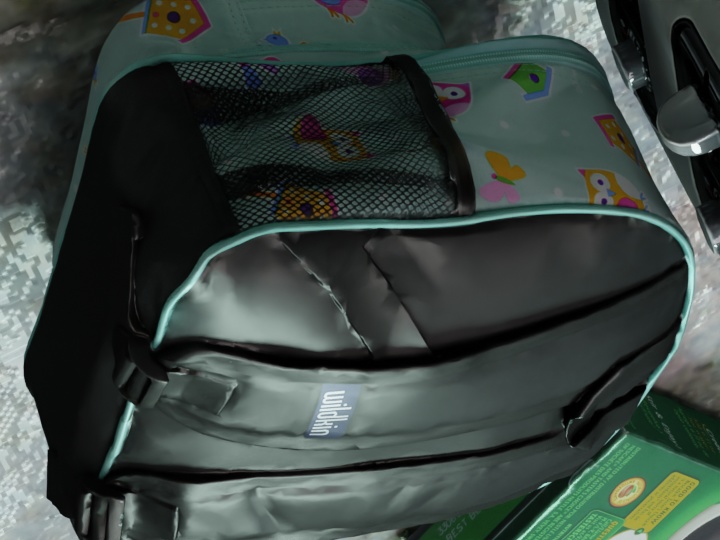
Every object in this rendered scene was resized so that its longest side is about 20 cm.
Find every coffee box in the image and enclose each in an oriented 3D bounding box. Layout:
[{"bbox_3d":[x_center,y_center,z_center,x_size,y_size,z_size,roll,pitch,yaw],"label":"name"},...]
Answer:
[{"bbox_3d":[0.122,0.116,1.186,0.200,0.044,0.123,21,120,-46],"label":"coffee box"}]

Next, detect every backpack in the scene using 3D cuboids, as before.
[{"bbox_3d":[0.000,0.000,0.882,0.199,0.154,0.176,-1,136,-20],"label":"backpack"}]

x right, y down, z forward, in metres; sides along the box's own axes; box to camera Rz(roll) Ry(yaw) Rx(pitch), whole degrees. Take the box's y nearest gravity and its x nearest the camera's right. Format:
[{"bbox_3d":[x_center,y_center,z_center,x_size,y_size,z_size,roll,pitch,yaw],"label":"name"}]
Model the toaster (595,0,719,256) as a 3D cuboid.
[{"bbox_3d":[0.178,-0.089,0.862,0.199,0.181,0.119,-23,138,2],"label":"toaster"}]
